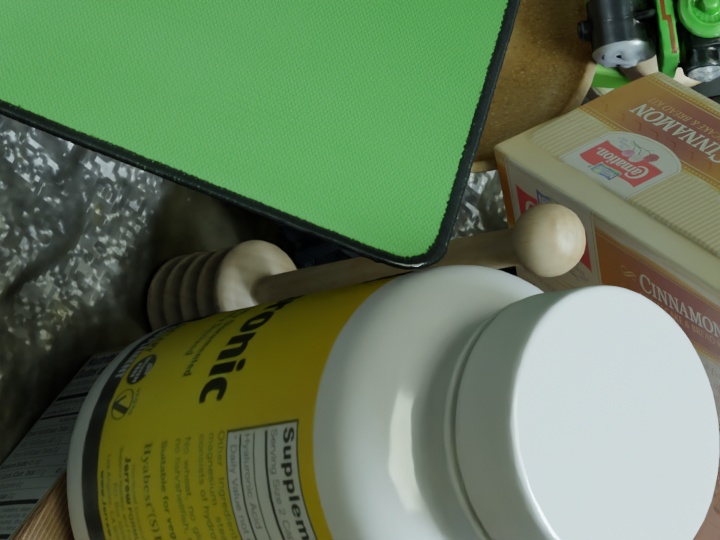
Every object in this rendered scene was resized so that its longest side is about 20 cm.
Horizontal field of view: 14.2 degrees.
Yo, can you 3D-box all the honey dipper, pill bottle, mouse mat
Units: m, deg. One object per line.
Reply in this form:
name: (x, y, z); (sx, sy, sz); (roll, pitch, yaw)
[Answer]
honey dipper: (0.000, 0.000, 0.943); (0.038, 0.200, 0.038); (8, 77, -37)
pill bottle: (0.009, 0.058, 0.870); (0.111, 0.199, 0.112); (8, 77, -39)
mouse mat: (-0.028, -0.099, 0.887); (0.160, 0.008, 0.201); (22, 53, -4)

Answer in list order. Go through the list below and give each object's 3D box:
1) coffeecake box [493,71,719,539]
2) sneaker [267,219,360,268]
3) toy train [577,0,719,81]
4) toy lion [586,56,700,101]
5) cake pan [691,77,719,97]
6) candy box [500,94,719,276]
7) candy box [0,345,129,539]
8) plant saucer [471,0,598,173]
coffeecake box: (0.128, 0.056, 0.967); (0.073, 0.153, 0.201); (-25, 123, -20)
sneaker: (-0.040, -0.054, 1.004); (0.084, 0.075, 0.201); (-24, 88, -40)
toy train: (0.096, -0.161, 1.034); (0.056, 0.042, 0.201); (-6, 75, 1)
toy lion: (0.062, -0.181, 1.089); (0.191, 0.069, 0.201); (18, 81, -12)
cake pan: (0.159, -0.152, 1.198); (0.199, 0.037, 0.202); (7, 79, -38)
candy box: (0.146, 0.049, 1.132); (0.136, 0.061, 0.201); (-36, 107, -27)
candy box: (-0.094, 0.132, 0.940); (0.116, 0.055, 0.200); (52, 55, -22)
plant saucer: (0.001, -0.122, 0.992); (0.200, 0.035, 0.201); (19, 60, -36)
